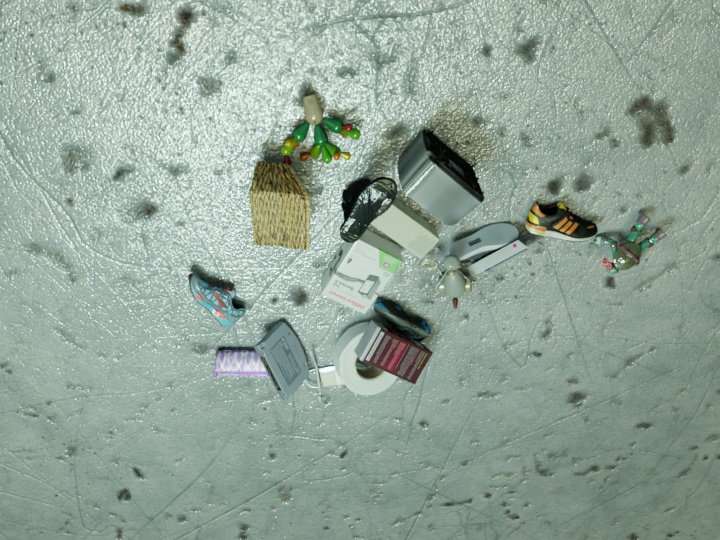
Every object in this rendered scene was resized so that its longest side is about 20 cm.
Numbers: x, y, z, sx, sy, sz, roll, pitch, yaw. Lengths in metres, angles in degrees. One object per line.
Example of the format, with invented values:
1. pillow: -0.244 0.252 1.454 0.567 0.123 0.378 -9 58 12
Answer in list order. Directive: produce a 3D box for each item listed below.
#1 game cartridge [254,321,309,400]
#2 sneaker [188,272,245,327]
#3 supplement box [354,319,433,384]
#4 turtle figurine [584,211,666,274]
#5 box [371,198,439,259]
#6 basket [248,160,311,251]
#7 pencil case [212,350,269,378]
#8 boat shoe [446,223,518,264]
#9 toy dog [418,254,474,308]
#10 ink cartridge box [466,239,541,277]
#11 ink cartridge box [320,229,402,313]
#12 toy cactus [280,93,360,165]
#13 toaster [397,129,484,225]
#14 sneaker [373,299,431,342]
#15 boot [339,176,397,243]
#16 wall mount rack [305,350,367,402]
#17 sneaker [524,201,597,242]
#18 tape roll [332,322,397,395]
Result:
1. game cartridge: -0.222 0.257 1.816 0.040 0.133 0.202 3 124 42
2. sneaker: -0.392 0.064 1.724 0.095 0.080 0.200 -33 128 6
3. supplement box: 0.094 0.232 1.768 0.199 0.061 0.110 28 96 -23
4. turtle figurine: 0.719 -0.053 1.691 0.149 0.101 0.200 35 109 -23
5. box: 0.106 -0.122 1.625 0.199 0.069 0.082 35 115 -22
6. basket: -0.184 -0.163 1.527 0.147 0.144 0.201 5 141 1
7. pencil case: -0.339 0.281 1.852 0.197 0.086 0.085 0 119 -4
8. boat shoe: 0.328 -0.064 1.680 0.198 0.070 0.066 -23 152 -2
9. toy dog: 0.246 0.037 1.676 0.131 0.098 0.199 -12 155 30
10. ink cartridge box: 0.385 -0.040 1.675 0.198 0.095 0.037 -27 80 18
11. ink cartridge box: 0.000 0.000 1.688 0.144 0.084 0.201 25 118 -18
12. toy cactus: -0.105 -0.329 1.475 0.197 0.103 0.167 -9 114 14
13. toaster: 0.185 -0.227 1.494 0.199 0.182 0.119 34 117 -23
14. sneaker: 0.110 0.156 1.802 0.199 0.074 0.082 33 118 -21
15. boot: 0.014 -0.182 1.519 0.076 0.169 0.201 28 123 -19
16. wall mount rack: -0.078 0.303 1.889 0.197 0.075 0.176 -8 104 1
17. sneaker: 0.536 -0.134 1.639 0.197 0.070 0.091 5 126 -4
18. tape roll: 0.022 0.256 1.821 0.200 0.071 0.205 -5 107 -18
